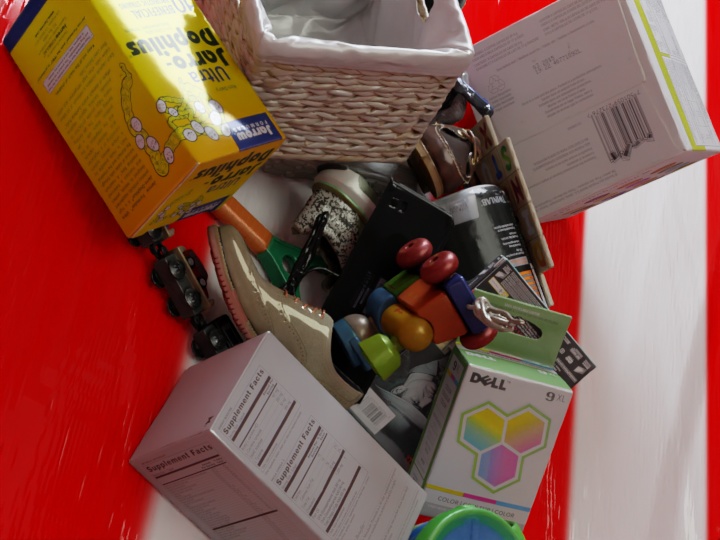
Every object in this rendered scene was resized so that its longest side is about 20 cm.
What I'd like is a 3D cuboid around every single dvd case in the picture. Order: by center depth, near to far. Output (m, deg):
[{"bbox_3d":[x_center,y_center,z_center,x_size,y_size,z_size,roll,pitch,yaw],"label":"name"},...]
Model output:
[{"bbox_3d":[0.099,0.103,1.282,0.146,0.200,0.022,47,0,-19],"label":"dvd case"}]

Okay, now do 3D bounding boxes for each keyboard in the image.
[{"bbox_3d":[-0.010,0.011,1.237,0.127,0.021,0.201,30,86,-19],"label":"keyboard"}]

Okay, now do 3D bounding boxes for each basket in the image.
[{"bbox_3d":[-0.032,-0.215,1.230,0.199,0.161,0.199,-1,57,-22],"label":"basket"}]

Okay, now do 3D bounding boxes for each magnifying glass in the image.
[{"bbox_3d":[-0.073,-0.009,1.262,0.200,0.022,0.080,46,43,-23],"label":"magnifying glass"}]

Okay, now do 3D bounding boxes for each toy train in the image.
[{"bbox_3d":[0.049,0.049,1.147,0.116,0.200,0.085,-35,107,-7],"label":"toy train"},{"bbox_3d":[-0.148,0.005,1.163,0.201,0.034,0.046,61,37,-6],"label":"toy train"}]

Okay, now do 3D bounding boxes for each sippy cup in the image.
[{"bbox_3d":[0.054,0.271,1.166,0.177,0.130,0.140,14,69,-38],"label":"sippy cup"}]

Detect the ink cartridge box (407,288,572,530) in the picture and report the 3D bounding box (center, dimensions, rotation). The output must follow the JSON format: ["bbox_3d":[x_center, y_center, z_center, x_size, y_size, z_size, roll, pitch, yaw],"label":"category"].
[{"bbox_3d":[0.121,0.129,1.250,0.103,0.059,0.201,16,102,-15],"label":"ink cartridge box"}]

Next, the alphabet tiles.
[{"bbox_3d":[0.146,-0.051,1.421,0.006,0.166,0.201,-17,84,-14],"label":"alphabet tiles"}]

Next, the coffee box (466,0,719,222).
[{"bbox_3d":[0.250,-0.181,1.520,0.198,0.199,0.201,-11,78,-65],"label":"coffee box"}]

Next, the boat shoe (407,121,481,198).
[{"bbox_3d":[0.083,-0.114,1.357,0.200,0.070,0.071,-94,161,-84],"label":"boat shoe"}]

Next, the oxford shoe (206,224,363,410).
[{"bbox_3d":[-0.065,0.040,1.179,0.201,0.074,0.071,63,0,-20],"label":"oxford shoe"}]

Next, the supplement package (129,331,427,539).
[{"bbox_3d":[-0.062,0.165,1.114,0.200,0.114,0.110,48,45,-19],"label":"supplement package"}]

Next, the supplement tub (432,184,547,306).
[{"bbox_3d":[0.115,0.027,1.364,0.122,0.122,0.201,-11,80,-49],"label":"supplement tub"}]

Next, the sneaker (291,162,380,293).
[{"bbox_3d":[0.000,0.000,1.289,0.089,0.077,0.200,-47,114,-22],"label":"sneaker"}]

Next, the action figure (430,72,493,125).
[{"bbox_3d":[0.028,-0.197,1.432,0.193,0.105,0.200,5,38,-51],"label":"action figure"}]

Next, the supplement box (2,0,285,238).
[{"bbox_3d":[-0.174,-0.145,1.121,0.109,0.109,0.200,-24,77,-50],"label":"supplement box"}]

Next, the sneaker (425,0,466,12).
[{"bbox_3d":[0.043,-0.328,1.475,0.200,0.084,0.121,33,22,-33],"label":"sneaker"}]

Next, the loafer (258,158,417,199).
[{"bbox_3d":[-0.024,-0.114,1.326,0.200,0.070,0.070,17,68,-40],"label":"loafer"}]
